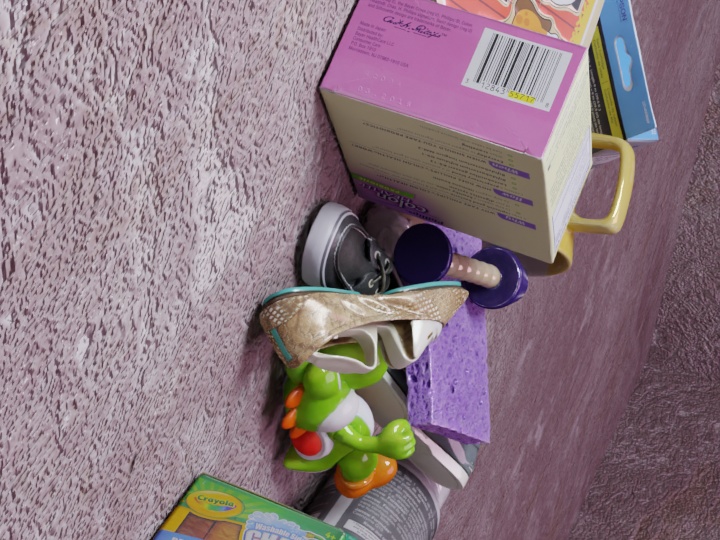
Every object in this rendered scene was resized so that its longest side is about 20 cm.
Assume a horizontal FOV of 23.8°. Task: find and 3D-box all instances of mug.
[{"bbox_3d":[0.162,-0.086,1.646,0.149,0.186,0.154,94,9,-74],"label":"mug"}]

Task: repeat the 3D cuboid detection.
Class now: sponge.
[{"bbox_3d":[0.075,0.048,1.506,0.111,0.030,0.201,22,63,-56],"label":"sponge"}]

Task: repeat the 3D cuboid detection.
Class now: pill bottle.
[{"bbox_3d":[0.007,0.239,1.579,0.200,0.113,0.114,-49,153,-53],"label":"pill bottle"}]

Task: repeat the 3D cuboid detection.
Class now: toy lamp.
[{"bbox_3d":[0.092,-0.001,1.456,0.200,0.058,0.058,19,90,-61],"label":"toy lamp"}]

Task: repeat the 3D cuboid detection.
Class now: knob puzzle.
[{"bbox_3d":[0.130,-0.234,1.401,0.219,0.030,0.221,-4,97,-38],"label":"knob puzzle"}]

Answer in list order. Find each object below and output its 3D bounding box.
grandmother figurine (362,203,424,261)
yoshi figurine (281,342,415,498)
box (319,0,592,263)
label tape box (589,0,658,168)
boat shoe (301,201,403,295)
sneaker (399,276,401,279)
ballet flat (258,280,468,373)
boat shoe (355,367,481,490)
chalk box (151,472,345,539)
[{"bbox_3d":[0.079,-0.086,1.461,0.200,0.121,0.061,-46,142,-8],"label":"grandmother figurine"},{"bbox_3d":[-0.007,0.104,1.414,0.200,0.112,0.112,74,21,-60],"label":"yoshi figurine"},{"bbox_3d":[0.080,-0.110,1.310,0.200,0.175,0.097,69,42,-66],"label":"box"},{"bbox_3d":[0.236,-0.184,1.678,0.066,0.200,0.144,-8,83,-31],"label":"label tape box"},{"bbox_3d":[0.000,0.000,1.385,0.200,0.056,0.069,60,50,-70],"label":"boat shoe"},{"bbox_3d":[0.054,0.031,1.603,0.200,0.073,0.082,-17,128,-59],"label":"sneaker"},{"bbox_3d":[0.009,0.047,1.312,0.199,0.066,0.070,-4,161,-38],"label":"ballet flat"},{"bbox_3d":[0.047,0.116,1.539,0.062,0.073,0.200,-54,124,-24],"label":"boat shoe"},{"bbox_3d":[-0.089,0.241,1.232,0.200,0.124,0.124,-56,158,-48],"label":"chalk box"}]
